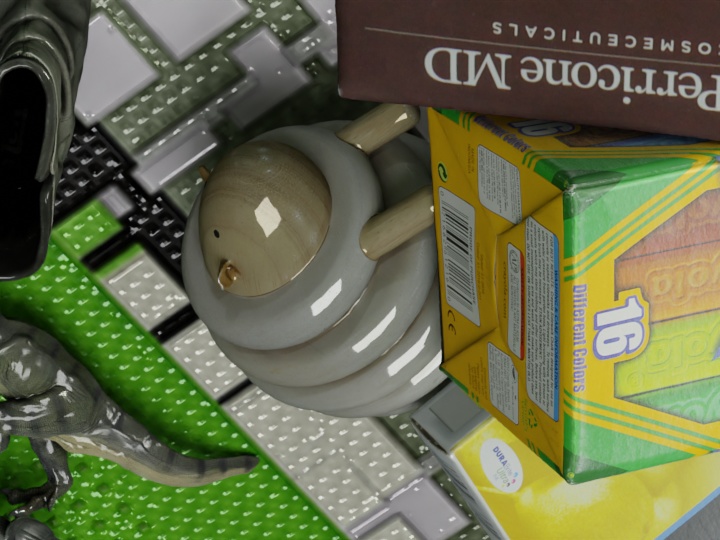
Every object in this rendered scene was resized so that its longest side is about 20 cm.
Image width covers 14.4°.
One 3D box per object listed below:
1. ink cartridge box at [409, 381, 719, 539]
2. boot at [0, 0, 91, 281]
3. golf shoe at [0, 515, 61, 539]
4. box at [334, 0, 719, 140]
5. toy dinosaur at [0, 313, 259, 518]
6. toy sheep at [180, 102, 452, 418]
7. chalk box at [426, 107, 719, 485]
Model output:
[{"bbox_3d":[0.143,0.067,1.251,0.200,0.047,0.198,-38,131,-4],"label":"ink cartridge box"},{"bbox_3d":[-0.128,-0.105,1.118,0.068,0.131,0.200,1,122,-8],"label":"boot"},{"bbox_3d":[-0.186,0.178,1.332,0.094,0.078,0.200,19,132,16],"label":"golf shoe"},{"bbox_3d":[0.087,-0.178,1.053,0.166,0.164,0.200,7,122,13],"label":"box"},{"bbox_3d":[-0.144,0.069,1.277,0.200,0.047,0.088,37,104,-29],"label":"toy dinosaur"},{"bbox_3d":[0.000,0.000,1.202,0.138,0.138,0.200,-35,140,15],"label":"toy sheep"},{"bbox_3d":[0.142,-0.012,1.105,0.200,0.124,0.125,-12,114,-20],"label":"chalk box"}]
